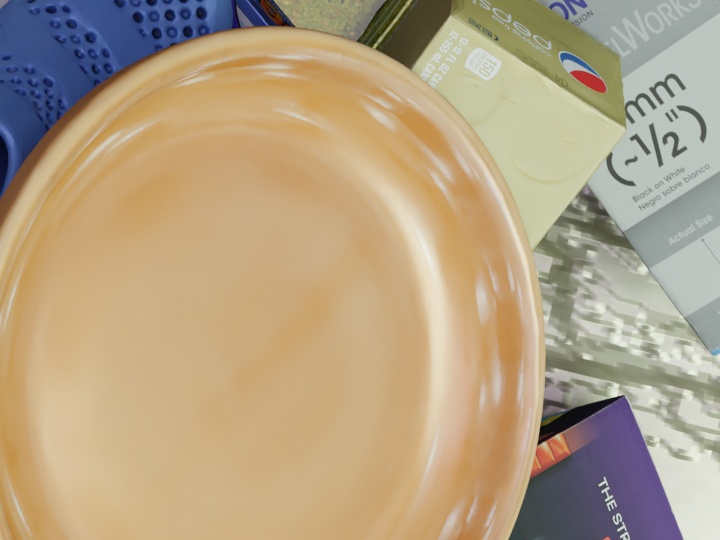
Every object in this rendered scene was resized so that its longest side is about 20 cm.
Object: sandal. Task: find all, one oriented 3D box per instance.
[{"bbox_3d":[-0.111,-0.032,0.788,0.079,0.087,0.200,41,73,-2],"label":"sandal"}]

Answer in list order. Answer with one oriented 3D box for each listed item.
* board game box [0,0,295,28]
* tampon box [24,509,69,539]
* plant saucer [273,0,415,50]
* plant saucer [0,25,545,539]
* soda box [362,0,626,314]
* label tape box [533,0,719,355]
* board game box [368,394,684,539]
[{"bbox_3d":[-0.106,-0.029,0.879,0.200,0.034,0.135,-40,95,15],"label":"board game box"},{"bbox_3d":[-0.168,0.115,0.771,0.150,0.200,0.127,8,90,-46],"label":"tampon box"},{"bbox_3d":[-0.034,-0.138,0.903,0.200,0.048,0.200,37,89,-2],"label":"plant saucer"},{"bbox_3d":[-0.032,0.031,0.721,0.200,0.037,0.201,-2,94,-38],"label":"plant saucer"},{"bbox_3d":[0.000,0.000,0.817,0.068,0.064,0.200,32,114,-12],"label":"soda box"},{"bbox_3d":[0.118,-0.094,0.825,0.143,0.066,0.200,-34,98,27],"label":"label tape box"},{"bbox_3d":[0.065,0.161,0.853,0.057,0.165,0.200,-20,92,40],"label":"board game box"}]
